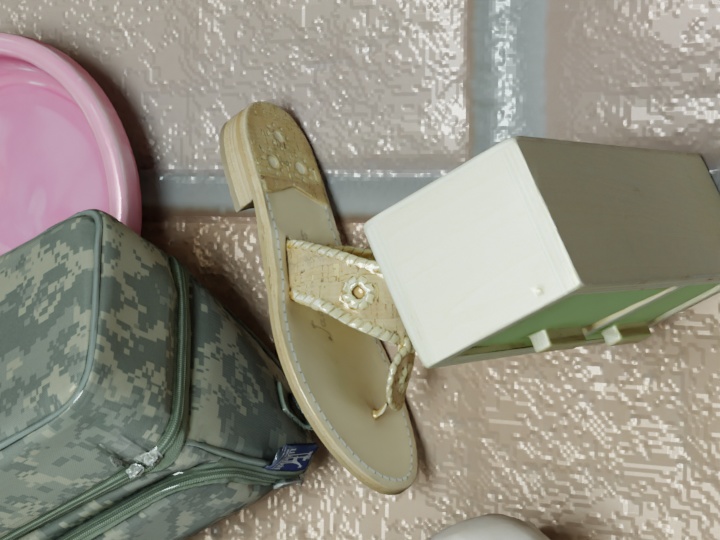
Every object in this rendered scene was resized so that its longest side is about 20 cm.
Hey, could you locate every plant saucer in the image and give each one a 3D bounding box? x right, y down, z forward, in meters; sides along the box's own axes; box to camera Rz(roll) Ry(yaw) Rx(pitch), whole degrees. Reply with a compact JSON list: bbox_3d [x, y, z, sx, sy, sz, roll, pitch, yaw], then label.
[{"bbox_3d":[-0.198,-0.032,1.014,0.200,0.051,0.201,1,93,30],"label":"plant saucer"}]

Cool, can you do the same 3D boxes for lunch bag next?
[{"bbox_3d":[-0.141,0.085,0.915,0.200,0.168,0.140,-31,45,24],"label":"lunch bag"}]

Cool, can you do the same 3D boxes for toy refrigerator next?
[{"bbox_3d":[0.091,-0.005,0.755,0.076,0.200,0.070,-30,77,27],"label":"toy refrigerator"}]

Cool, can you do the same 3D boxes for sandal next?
[{"bbox_3d":[-0.004,0.000,0.883,0.070,0.078,0.212,-33,70,33],"label":"sandal"}]

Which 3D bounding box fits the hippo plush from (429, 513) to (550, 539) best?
[{"bbox_3d":[0.027,0.219,0.816,0.200,0.159,0.161,-34,68,26],"label":"hippo plush"}]
